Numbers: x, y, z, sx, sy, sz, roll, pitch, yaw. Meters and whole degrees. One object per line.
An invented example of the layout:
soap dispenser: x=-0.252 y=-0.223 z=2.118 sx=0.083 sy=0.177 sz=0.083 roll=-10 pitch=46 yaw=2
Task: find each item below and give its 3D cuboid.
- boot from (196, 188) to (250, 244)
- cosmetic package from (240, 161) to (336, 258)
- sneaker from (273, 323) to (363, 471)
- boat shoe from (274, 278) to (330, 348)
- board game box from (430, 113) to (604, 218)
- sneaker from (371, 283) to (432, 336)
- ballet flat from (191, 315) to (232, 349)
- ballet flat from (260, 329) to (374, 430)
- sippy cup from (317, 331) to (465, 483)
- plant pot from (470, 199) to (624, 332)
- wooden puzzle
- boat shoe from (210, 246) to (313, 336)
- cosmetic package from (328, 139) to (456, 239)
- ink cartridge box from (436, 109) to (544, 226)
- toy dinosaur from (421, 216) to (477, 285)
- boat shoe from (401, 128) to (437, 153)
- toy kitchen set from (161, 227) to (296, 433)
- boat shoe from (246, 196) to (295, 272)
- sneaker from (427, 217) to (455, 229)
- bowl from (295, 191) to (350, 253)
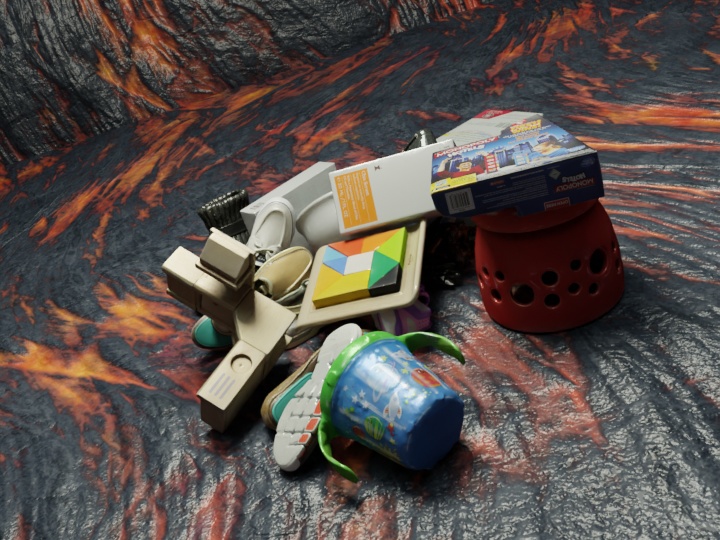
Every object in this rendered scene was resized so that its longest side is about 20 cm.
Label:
boot: x=-0.259 y=-0.042 z=1.385 sx=0.079 sy=0.158 sz=0.211 roll=0 pitch=32 yaw=32
cosmetic package: x=-0.109 y=-0.088 z=1.386 sx=0.200 sy=0.151 sz=0.052 roll=-36 pitch=30 yaw=-32
sneaker: x=-0.032 y=0.168 z=0.948 sx=0.077 sy=0.082 sz=0.200 roll=5 pitch=59 yaw=52
boat shoe: x=-0.061 y=0.044 z=1.198 sx=0.200 sy=0.069 sz=0.075 roll=-35 pitch=31 yaw=-29
board game box: x=0.195 y=-0.135 z=0.981 sx=0.199 sy=0.062 sz=0.200 roll=-13 pitch=25 yaw=13
sneaker: x=0.055 y=0.040 z=1.135 sx=0.088 sy=0.081 sz=0.200 roll=-13 pitch=31 yaw=-4
ballet flat: x=-0.188 y=0.074 z=1.246 sx=0.199 sy=0.068 sz=0.067 roll=-24 pitch=7 yaw=-22
ballet flat: x=-0.059 y=0.146 z=1.031 sx=0.200 sy=0.068 sz=0.072 roll=-40 pitch=14 yaw=-28
sippy cup: x=0.044 y=0.157 z=0.868 sx=0.139 sy=0.179 sz=0.130 roll=13 pitch=11 yaw=-46
plant pot: x=0.250 y=-0.043 z=1.044 sx=0.199 sy=0.183 sz=0.201 roll=-16 pitch=25 yaw=7
wooden puzzle: x=0.000 y=0.000 z=1.108 sx=0.199 sy=0.037 sz=0.185 roll=-17 pitch=35 yaw=22
boat shoe: x=-0.146 y=0.029 z=1.190 sx=0.200 sy=0.072 sz=0.076 roll=-44 pitch=0 yaw=-22
cosmetic package: x=0.061 y=-0.122 z=1.161 sx=0.199 sy=0.102 sz=0.071 roll=-14 pitch=-8 yaw=13
ink cartridge box: x=0.223 y=-0.181 z=1.354 sx=0.200 sy=0.145 sz=0.145 roll=-32 pitch=30 yaw=-25
toy dinosaur: x=0.121 y=-0.031 z=1.229 sx=0.200 sy=0.102 sz=0.136 roll=-32 pitch=5 yaw=9
boat shoe: x=0.085 y=-0.176 z=1.314 sx=0.068 sy=0.057 sz=0.200 roll=-3 pitch=-20 yaw=-24
toy kitchen set: x=-0.214 y=0.068 z=1.024 sx=0.199 sy=0.163 sz=0.181 roll=29 pitch=56 yaw=9
boat shoe: x=-0.167 y=-0.026 z=1.278 sx=0.072 sy=0.201 sz=0.066 roll=25 pitch=20 yaw=-7
sneaker: x=0.117 y=-0.106 z=1.269 sx=0.090 sy=0.079 sz=0.200 roll=-2 pitch=-18 yaw=-25
bowl: x=-0.006 y=-0.068 z=1.306 sx=0.200 sy=0.091 sz=0.201 roll=-17 pitch=-18 yaw=-6
